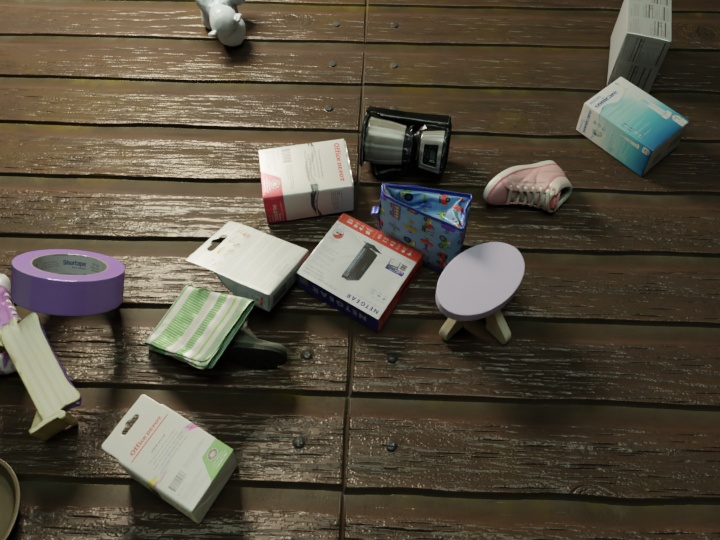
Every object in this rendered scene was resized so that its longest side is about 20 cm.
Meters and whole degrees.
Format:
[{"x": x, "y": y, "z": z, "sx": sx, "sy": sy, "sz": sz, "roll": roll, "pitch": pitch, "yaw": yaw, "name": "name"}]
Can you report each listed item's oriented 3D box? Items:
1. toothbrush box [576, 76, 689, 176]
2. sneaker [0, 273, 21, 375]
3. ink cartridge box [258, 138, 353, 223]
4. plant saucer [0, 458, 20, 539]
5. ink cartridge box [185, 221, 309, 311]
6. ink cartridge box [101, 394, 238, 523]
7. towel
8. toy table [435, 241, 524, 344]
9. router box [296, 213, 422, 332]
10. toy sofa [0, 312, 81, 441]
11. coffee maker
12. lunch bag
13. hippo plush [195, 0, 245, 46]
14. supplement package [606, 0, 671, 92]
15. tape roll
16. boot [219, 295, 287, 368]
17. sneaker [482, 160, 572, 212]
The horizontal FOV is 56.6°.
[{"x": 0.628, "y": -0.338, "z": 1.551, "sx": 0.145, "sy": 0.086, "sz": 0.200, "roll": -35, "pitch": 62, "yaw": -21, "name": "toothbrush box"}, {"x": -0.655, "y": 0.099, "z": 1.265, "sx": 0.110, "sy": 0.073, "sz": 0.206, "roll": -5, "pitch": 65, "yaw": -7, "name": "sneaker"}, {"x": -0.118, "y": -0.196, "z": 1.455, "sx": 0.193, "sy": 0.085, "sz": 0.148, "roll": -8, "pitch": 55, "yaw": -5, "name": "ink cartridge box"}, {"x": -0.644, "y": 0.398, "z": 1.077, "sx": 0.193, "sy": 0.030, "sz": 0.205, "roll": 0, "pitch": 56, "yaw": 1, "name": "plant saucer"}, {"x": -0.222, "y": -0.013, "z": 1.330, "sx": 0.195, "sy": 0.051, "sz": 0.163, "roll": 19, "pitch": 40, "yaw": 18, "name": "ink cartridge box"}, {"x": -0.317, "y": 0.310, "z": 1.113, "sx": 0.196, "sy": 0.068, "sz": 0.118, "roll": 27, "pitch": 60, "yaw": 17, "name": "ink cartridge box"}, {"x": -0.300, "y": 0.099, "z": 1.232, "sx": 0.196, "sy": 0.024, "sz": 0.155, "roll": 8, "pitch": 56, "yaw": 40, "name": "towel"}, {"x": 0.220, "y": 0.046, "z": 1.266, "sx": 0.196, "sy": 0.119, "sz": 0.186, "roll": -24, "pitch": 58, "yaw": -17, "name": "toy table"}, {"x": 0.000, "y": 0.000, "z": 1.340, "sx": 0.196, "sy": 0.049, "sz": 0.181, "roll": 27, "pitch": 59, "yaw": 18, "name": "router box"}, {"x": -0.560, "y": 0.183, "z": 1.164, "sx": 0.096, "sy": 0.083, "sz": 0.202, "roll": -31, "pitch": 77, "yaw": -19, "name": "toy sofa"}, {"x": 0.106, "y": -0.305, "z": 1.501, "sx": 0.193, "sy": 0.136, "sz": 0.196, "roll": 9, "pitch": 54, "yaw": 6, "name": "coffee maker"}, {"x": 0.113, "y": -0.090, "z": 1.340, "sx": 0.194, "sy": 0.153, "sz": 0.096, "roll": 15, "pitch": 55, "yaw": 10, "name": "lunch bag"}, {"x": -0.352, "y": -0.688, "z": 1.747, "sx": 0.158, "sy": 0.200, "sz": 0.163, "roll": -36, "pitch": 68, "yaw": 1, "name": "hippo plush"}, {"x": 0.698, "y": -0.579, "z": 1.676, "sx": 0.107, "sy": 0.158, "sz": 0.204, "roll": 13, "pitch": 56, "yaw": 9, "name": "supplement package"}, {"x": -0.544, "y": 0.019, "z": 1.249, "sx": 0.193, "sy": 0.068, "sz": 0.201, "roll": 11, "pitch": 15, "yaw": -3, "name": "tape roll"}, {"x": -0.221, "y": 0.104, "z": 1.256, "sx": 0.193, "sy": 0.069, "sz": 0.134, "roll": 6, "pitch": 54, "yaw": 10, "name": "boot"}, {"x": 0.368, "y": -0.170, "z": 1.440, "sx": 0.195, "sy": 0.077, "sz": 0.106, "roll": -17, "pitch": 51, "yaw": -17, "name": "sneaker"}]
